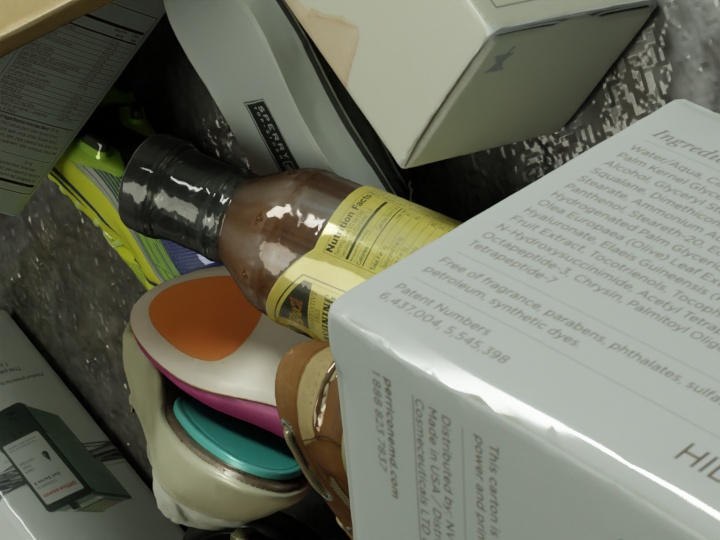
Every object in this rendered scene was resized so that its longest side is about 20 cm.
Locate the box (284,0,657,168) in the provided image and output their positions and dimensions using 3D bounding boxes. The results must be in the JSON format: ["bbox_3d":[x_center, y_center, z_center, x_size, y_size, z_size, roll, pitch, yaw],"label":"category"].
[{"bbox_3d":[0.011,-0.144,0.826,0.200,0.095,0.078,57,137,21],"label":"box"}]

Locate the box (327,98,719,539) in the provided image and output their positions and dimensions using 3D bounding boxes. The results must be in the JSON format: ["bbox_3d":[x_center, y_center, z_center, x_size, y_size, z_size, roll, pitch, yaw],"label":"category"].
[{"bbox_3d":[0.118,0.088,0.683,0.200,0.171,0.200,30,138,40],"label":"box"}]

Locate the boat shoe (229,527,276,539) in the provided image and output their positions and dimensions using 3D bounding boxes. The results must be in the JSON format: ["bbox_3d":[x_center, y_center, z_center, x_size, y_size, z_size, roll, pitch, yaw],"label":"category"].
[{"bbox_3d":[-0.036,0.137,0.906,0.075,0.202,0.075,84,170,-53],"label":"boat shoe"}]

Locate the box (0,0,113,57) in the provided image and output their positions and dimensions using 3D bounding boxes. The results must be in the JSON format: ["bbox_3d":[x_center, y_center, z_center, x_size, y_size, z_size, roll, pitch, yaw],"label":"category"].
[{"bbox_3d":[-0.164,-0.154,0.835,0.200,0.021,0.164,-22,73,27],"label":"box"}]

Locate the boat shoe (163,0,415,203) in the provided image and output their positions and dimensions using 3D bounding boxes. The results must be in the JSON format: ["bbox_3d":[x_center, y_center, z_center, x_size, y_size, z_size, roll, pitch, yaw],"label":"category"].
[{"bbox_3d":[-0.007,-0.052,0.887,0.071,0.064,0.200,4,127,47],"label":"boat shoe"}]

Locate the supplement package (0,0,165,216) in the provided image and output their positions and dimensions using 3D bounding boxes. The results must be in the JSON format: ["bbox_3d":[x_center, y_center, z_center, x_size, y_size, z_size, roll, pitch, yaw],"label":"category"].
[{"bbox_3d":[-0.189,-0.169,0.953,0.200,0.147,0.191,-51,60,15],"label":"supplement package"}]

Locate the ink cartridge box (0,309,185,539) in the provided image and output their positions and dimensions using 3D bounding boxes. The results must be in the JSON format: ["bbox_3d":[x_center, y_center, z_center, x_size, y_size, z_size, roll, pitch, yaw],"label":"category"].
[{"bbox_3d":[-0.183,0.144,1.133,0.200,0.084,0.146,47,132,29],"label":"ink cartridge box"}]

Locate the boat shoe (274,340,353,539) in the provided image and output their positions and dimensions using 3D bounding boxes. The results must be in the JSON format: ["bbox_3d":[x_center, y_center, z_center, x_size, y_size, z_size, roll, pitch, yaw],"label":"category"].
[{"bbox_3d":[0.030,0.085,0.804,0.074,0.076,0.200,23,155,38],"label":"boat shoe"}]

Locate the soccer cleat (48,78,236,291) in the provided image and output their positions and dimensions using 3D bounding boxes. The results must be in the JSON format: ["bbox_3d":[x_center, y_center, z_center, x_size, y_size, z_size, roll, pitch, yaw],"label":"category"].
[{"bbox_3d":[-0.106,-0.030,1.014,0.200,0.065,0.084,35,131,37],"label":"soccer cleat"}]

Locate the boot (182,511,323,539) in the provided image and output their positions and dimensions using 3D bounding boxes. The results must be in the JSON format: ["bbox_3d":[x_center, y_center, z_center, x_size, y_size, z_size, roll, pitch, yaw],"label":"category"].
[{"bbox_3d":[-0.074,0.222,0.976,0.079,0.158,0.211,18,130,0],"label":"boot"}]

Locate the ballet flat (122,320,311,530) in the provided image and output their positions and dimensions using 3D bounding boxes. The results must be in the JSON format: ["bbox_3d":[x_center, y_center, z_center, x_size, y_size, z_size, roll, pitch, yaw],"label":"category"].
[{"bbox_3d":[-0.068,0.077,0.958,0.200,0.069,0.070,-125,36,-66],"label":"ballet flat"}]

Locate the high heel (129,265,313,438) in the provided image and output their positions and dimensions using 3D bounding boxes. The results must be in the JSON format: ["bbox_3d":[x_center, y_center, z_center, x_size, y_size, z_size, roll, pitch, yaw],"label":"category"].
[{"bbox_3d":[-0.009,0.058,0.911,0.200,0.067,0.096,11,147,34],"label":"high heel"}]

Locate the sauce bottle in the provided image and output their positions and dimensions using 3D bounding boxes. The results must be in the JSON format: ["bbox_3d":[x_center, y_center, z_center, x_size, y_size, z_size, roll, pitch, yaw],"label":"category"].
[{"bbox_3d":[0.000,0.000,0.826,0.200,0.065,0.065,22,119,23],"label":"sauce bottle"}]
